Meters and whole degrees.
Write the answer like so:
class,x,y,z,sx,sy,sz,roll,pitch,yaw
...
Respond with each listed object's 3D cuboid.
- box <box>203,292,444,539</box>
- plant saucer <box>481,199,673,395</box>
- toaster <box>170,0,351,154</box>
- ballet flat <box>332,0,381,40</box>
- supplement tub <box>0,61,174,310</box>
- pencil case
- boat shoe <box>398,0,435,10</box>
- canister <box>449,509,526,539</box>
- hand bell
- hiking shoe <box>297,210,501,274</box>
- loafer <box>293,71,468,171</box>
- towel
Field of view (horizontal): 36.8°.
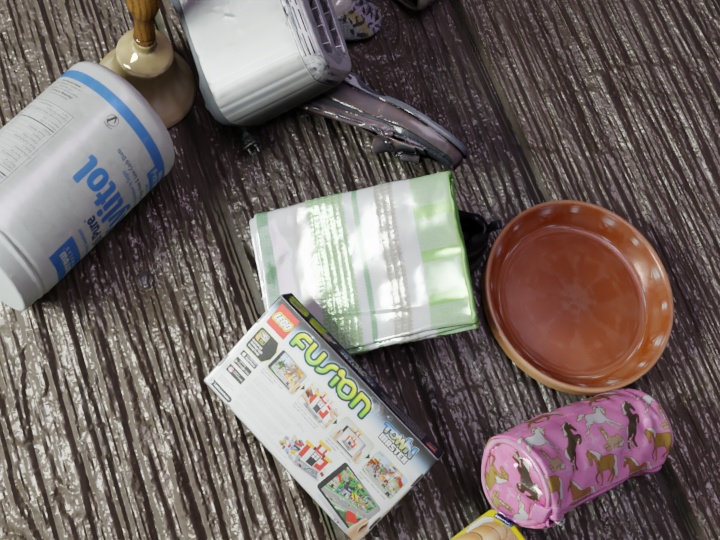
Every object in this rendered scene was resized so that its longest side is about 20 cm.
class,x,y,z,sx,sy,sz,roll,pitch,yaw
box,-0.033,0.130,0.961,0.110,0.035,0.200,-45,82,10
plant saucer,0.216,0.027,1.084,0.197,0.032,0.203,4,69,-10
toaster,-0.094,-0.228,1.043,0.128,0.113,0.203,-20,87,21
ballet flat,-0.069,-0.292,1.131,0.197,0.072,0.073,13,66,-6
supplement tub,-0.275,-0.078,0.970,0.131,0.132,0.200,38,67,5
pencil case,0.197,0.164,0.965,0.198,0.082,0.088,-14,99,-41
boat shoe,0.012,-0.363,1.174,0.201,0.072,0.060,42,62,2
canister,0.075,0.316,0.911,0.199,0.087,0.149,-31,76,-22
hand bell,-0.200,-0.224,1.005,0.103,0.200,0.106,4,67,-10
hiking shoe,0.032,-0.044,1.035,0.197,0.101,0.077,2,66,-12
loafer,0.013,-0.147,1.100,0.199,0.072,0.063,32,85,9
towel,0.000,0.000,0.985,0.197,0.031,0.151,-13,85,16
